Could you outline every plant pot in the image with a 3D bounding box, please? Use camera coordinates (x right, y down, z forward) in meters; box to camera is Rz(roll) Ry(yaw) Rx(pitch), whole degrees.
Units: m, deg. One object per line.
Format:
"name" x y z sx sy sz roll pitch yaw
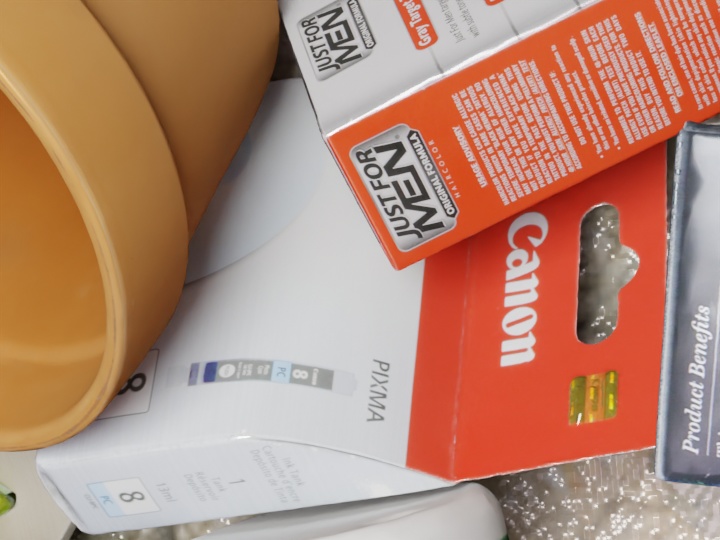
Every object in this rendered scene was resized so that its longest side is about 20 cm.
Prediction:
"plant pot" -0.117 -0.063 0.746 0.199 0.140 0.201 23 138 22

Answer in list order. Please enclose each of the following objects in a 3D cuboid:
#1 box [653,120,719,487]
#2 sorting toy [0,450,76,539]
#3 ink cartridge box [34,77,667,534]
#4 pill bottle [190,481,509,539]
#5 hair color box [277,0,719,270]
"box" 0.201 0.013 0.727 0.199 0.148 0.108 6 95 16
"sorting toy" -0.160 0.033 0.866 0.180 0.107 0.200 -36 102 1
"ink cartridge box" 0.000 0.000 0.788 0.199 0.161 0.047 -10 136 19
"pill bottle" 0.009 0.175 0.746 0.112 0.113 0.201 -12 91 17
"hair color box" 0.079 -0.090 0.756 0.199 0.102 0.061 -25 125 4
